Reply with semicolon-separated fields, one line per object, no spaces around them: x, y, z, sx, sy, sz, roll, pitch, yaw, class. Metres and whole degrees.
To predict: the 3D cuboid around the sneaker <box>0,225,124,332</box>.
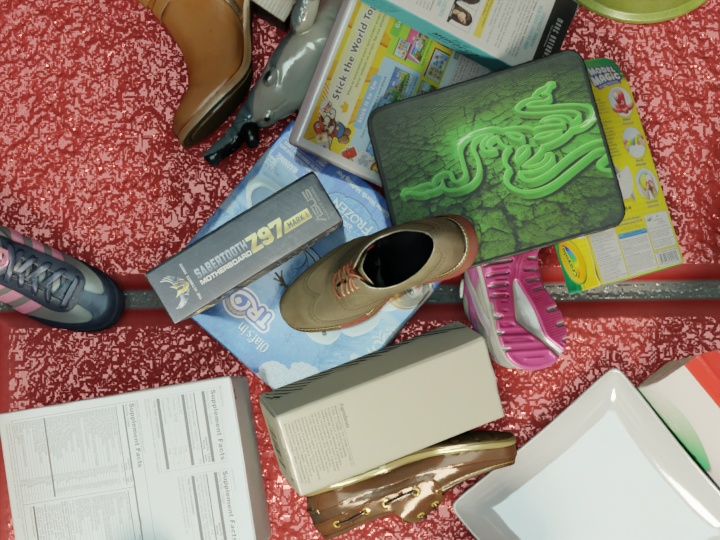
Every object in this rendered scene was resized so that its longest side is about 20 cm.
-0.311;0.001;1.402;0.199;0.082;0.071;22;86;3;sneaker

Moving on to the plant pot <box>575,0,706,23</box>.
0.261;-0.338;1.361;0.199;0.190;0.202;0;85;1;plant pot

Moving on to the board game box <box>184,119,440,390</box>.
-0.050;0.003;1.415;0.200;0.043;0.199;40;89;4;board game box

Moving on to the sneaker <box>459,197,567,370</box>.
0.122;0.000;1.389;0.081;0.088;0.201;-2;73;-17;sneaker

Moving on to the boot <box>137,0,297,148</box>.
-0.158;-0.227;1.417;0.155;0.077;0.201;31;84;2;boot

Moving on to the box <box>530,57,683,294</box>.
0.209;-0.088;1.385;0.117;0.048;0.201;-12;85;-38;box

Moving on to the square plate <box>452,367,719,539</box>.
0.218;0.226;1.398;0.198;0.028;0.200;-40;85;-1;square plate

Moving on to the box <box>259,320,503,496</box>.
0.018;0.119;1.362;0.199;0.068;0.083;-19;107;-14;box

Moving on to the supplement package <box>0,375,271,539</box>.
-0.191;0.181;1.349;0.199;0.152;0.152;-9;86;1;supplement package

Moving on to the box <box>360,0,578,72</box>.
0.091;-0.240;1.368;0.199;0.049;0.083;24;86;-25;box

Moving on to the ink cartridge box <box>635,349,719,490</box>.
0.316;0.146;1.315;0.050;0.200;0.161;-39;85;-1;ink cartridge box

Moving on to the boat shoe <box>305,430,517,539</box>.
0.046;0.190;1.388;0.199;0.072;0.068;-15;91;6;boat shoe

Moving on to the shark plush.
-0.063;-0.169;1.418;0.091;0.083;0.201;28;94;-24;shark plush

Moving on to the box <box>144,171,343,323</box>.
-0.092;-0.019;1.296;0.157;0.200;0.051;-32;90;1;box

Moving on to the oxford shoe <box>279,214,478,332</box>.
0.000;0.000;1.325;0.199;0.075;0.071;-27;77;28;oxford shoe

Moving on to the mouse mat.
0.115;-0.090;1.340;0.199;0.008;0.162;-16;81;9;mouse mat

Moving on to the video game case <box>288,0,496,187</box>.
0.049;-0.171;1.397;0.181;0.023;0.201;23;86;-25;video game case
